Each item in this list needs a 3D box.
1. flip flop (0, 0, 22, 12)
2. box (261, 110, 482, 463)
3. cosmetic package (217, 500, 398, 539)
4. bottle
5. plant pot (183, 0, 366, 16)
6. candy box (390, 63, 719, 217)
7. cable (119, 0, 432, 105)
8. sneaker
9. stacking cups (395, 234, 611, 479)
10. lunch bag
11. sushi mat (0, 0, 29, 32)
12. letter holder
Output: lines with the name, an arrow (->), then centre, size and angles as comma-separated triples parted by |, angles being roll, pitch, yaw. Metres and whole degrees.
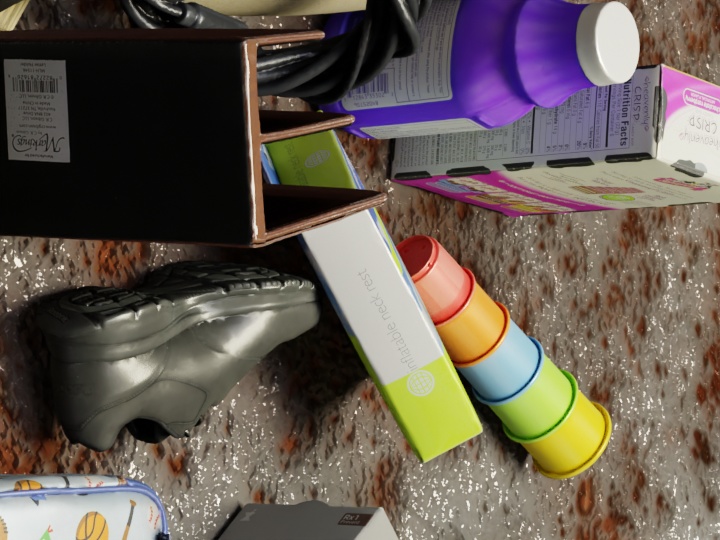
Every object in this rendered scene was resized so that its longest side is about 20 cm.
flip flop -> -0.184, -0.173, 1.507 | 0.200, 0.081, 0.058 | -23, 74, -43
box -> 0.000, 0.000, 1.713 | 0.200, 0.048, 0.122 | 62, 2, -27
cosmetic package -> -0.008, 0.232, 1.692 | 0.090, 0.107, 0.200 | -53, 125, -38
bottle -> 0.067, -0.124, 1.733 | 0.065, 0.200, 0.084 | 26, 67, -49
plant pot -> -0.039, -0.216, 1.642 | 0.200, 0.187, 0.188 | -24, 107, -32
candy box -> 0.137, -0.077, 1.818 | 0.136, 0.200, 0.061 | 14, 77, -51
cable -> -0.046, -0.151, 1.549 | 0.200, 0.163, 0.051 | 84, -10, -50
sneaker -> -0.099, 0.046, 1.628 | 0.200, 0.076, 0.091 | -13, 107, -44
stacking cups -> 0.082, 0.055, 1.857 | 0.200, 0.060, 0.061 | 45, 54, -38
lunch bag -> -0.175, 0.184, 1.510 | 0.200, 0.075, 0.161 | 5, 86, -50
sushi mat -> -0.228, -0.114, 1.509 | 0.096, 0.012, 0.200 | 51, 51, -38
letter holder -> -0.100, -0.074, 1.506 | 0.142, 0.199, 0.101 | -16, 106, -57
